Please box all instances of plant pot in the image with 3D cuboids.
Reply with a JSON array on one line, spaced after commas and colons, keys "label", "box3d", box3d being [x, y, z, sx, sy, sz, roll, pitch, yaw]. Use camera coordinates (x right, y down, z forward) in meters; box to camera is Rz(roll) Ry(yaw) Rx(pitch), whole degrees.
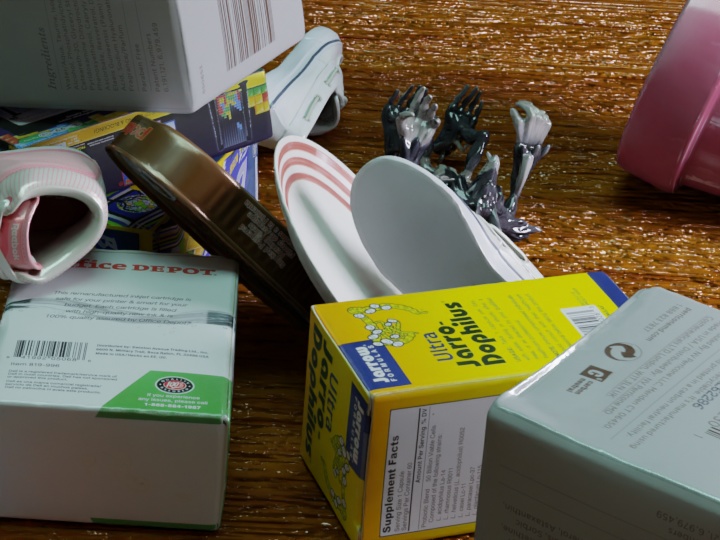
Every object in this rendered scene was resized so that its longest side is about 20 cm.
[{"label": "plant pot", "box3d": [0.320, -0.127, 1.703, 0.179, 0.200, 0.200, 29, 33, 10]}]

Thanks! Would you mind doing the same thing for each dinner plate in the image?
[{"label": "dinner plate", "box3d": [0.000, 0.000, 1.445, 0.024, 0.200, 0.200, -35, 23, 17]}]

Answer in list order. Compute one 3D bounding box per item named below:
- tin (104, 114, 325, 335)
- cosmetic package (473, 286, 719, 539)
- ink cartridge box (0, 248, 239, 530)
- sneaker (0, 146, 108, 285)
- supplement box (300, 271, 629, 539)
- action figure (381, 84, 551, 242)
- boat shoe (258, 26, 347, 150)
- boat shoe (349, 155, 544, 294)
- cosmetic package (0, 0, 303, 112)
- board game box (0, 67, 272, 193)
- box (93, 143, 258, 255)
[{"label": "tin", "box3d": [-0.085, -0.028, 1.453, 0.042, 0.200, 0.112, -52, 28, -12]}, {"label": "cosmetic package", "box3d": [0.165, 0.148, 1.124, 0.166, 0.201, 0.167, 22, 32, 29]}, {"label": "ink cartridge box", "box3d": [-0.149, 0.067, 1.354, 0.146, 0.083, 0.200, 4, 28, -2]}, {"label": "sneaker", "box3d": [-0.251, -0.030, 1.371, 0.200, 0.076, 0.105, -11, 21, -13]}, {"label": "supplement box", "box3d": [0.075, 0.081, 1.334, 0.199, 0.109, 0.110, -6, 30, -20]}, {"label": "action figure", "box3d": [0.075, -0.087, 1.665, 0.118, 0.102, 0.200, 8, 24, -19]}, {"label": "boat shoe", "box3d": [-0.046, -0.136, 1.790, 0.067, 0.074, 0.200, 37, 32, 1]}, {"label": "boat shoe", "box3d": [0.074, -0.001, 1.459, 0.200, 0.072, 0.066, 40, 16, -2]}, {"label": "cosmetic package", "box3d": [-0.171, -0.214, 1.516, 0.199, 0.167, 0.167, 4, 25, 26]}, {"label": "board game box", "box3d": [-0.190, -0.108, 1.578, 0.200, 0.057, 0.165, -21, 25, -29]}, {"label": "box", "box3d": [-0.136, -0.043, 1.576, 0.064, 0.070, 0.200, 8, 27, 16]}]
